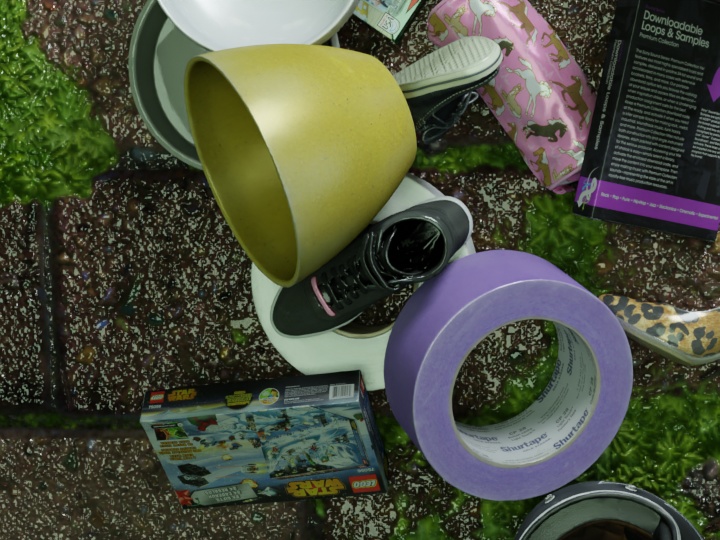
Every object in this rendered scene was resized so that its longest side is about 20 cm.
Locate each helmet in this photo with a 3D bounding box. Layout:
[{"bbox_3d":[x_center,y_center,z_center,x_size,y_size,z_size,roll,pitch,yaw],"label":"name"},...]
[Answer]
[{"bbox_3d":[0.217,0.279,1.232,0.199,0.191,0.201,-11,130,-13],"label":"helmet"}]

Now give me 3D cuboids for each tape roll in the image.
[{"bbox_3d":[0.126,0.090,1.245,0.199,0.085,0.201,-5,109,-15],"label":"tape roll"},{"bbox_3d":[0.004,0.004,1.311,0.201,0.071,0.204,1,94,10],"label":"tape roll"}]

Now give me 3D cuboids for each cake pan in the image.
[{"bbox_3d":[-0.113,-0.188,1.336,0.199,0.037,0.202,1,94,10],"label":"cake pan"}]

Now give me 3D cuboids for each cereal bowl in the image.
[{"bbox_3d":[-0.084,-0.277,1.265,0.199,0.083,0.201,0,91,8],"label":"cereal bowl"}]

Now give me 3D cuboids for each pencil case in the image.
[{"bbox_3d":[0.144,-0.164,1.271,0.083,0.087,0.200,-36,86,-22],"label":"pencil case"}]

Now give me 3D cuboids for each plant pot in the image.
[{"bbox_3d":[-0.039,-0.105,1.200,0.141,0.200,0.201,-24,89,-19],"label":"plant pot"}]

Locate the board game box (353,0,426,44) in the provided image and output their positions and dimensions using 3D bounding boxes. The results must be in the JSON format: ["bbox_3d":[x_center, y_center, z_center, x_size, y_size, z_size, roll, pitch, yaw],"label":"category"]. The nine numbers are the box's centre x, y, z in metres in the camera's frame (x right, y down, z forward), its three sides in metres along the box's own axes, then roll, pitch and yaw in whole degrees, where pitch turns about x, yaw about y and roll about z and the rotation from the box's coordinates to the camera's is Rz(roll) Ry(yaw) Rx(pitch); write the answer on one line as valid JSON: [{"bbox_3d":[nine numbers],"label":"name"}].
[{"bbox_3d":[0.033,-0.325,1.307,0.134,0.029,0.200,34,99,5],"label":"board game box"}]

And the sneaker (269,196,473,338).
[{"bbox_3d":[0.000,0.000,1.227,0.199,0.099,0.071,-30,90,11],"label":"sneaker"}]

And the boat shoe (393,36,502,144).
[{"bbox_3d":[0.063,-0.148,1.250,0.075,0.200,0.062,-44,103,-30],"label":"boat shoe"}]

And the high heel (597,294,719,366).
[{"bbox_3d":[0.316,0.018,1.268,0.199,0.071,0.143,22,87,9],"label":"high heel"}]

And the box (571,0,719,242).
[{"bbox_3d":[0.263,-0.133,1.238,0.142,0.036,0.201,9,97,-30],"label":"box"}]

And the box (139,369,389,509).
[{"bbox_3d":[-0.083,0.155,1.312,0.199,0.040,0.137,-6,135,10],"label":"box"}]

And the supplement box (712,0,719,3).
[{"bbox_3d":[0.270,-0.266,1.182,0.125,0.200,0.074,17,100,7],"label":"supplement box"}]
